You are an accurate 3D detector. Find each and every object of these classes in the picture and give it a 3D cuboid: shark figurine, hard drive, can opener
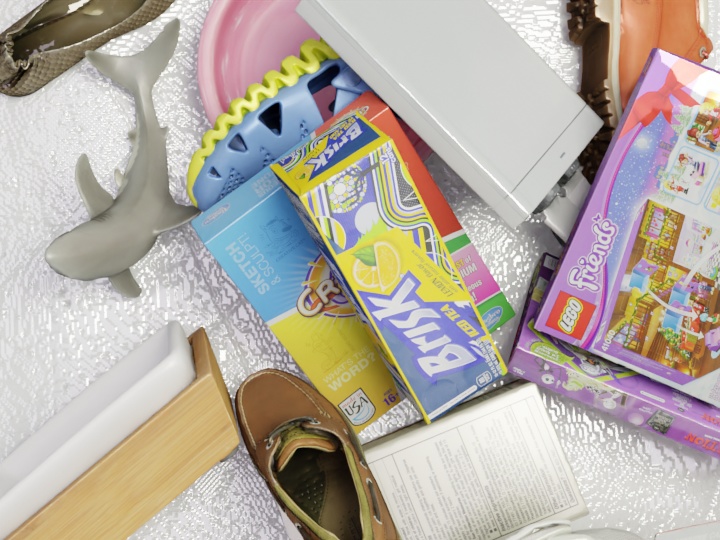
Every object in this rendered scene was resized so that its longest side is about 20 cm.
[{"bbox_3d":[-0.151,-0.067,0.858,0.089,0.128,0.215,-6,56,22],"label":"shark figurine"},{"bbox_3d":[0.066,-0.136,0.789,0.200,0.027,0.132,45,48,-1],"label":"hard drive"},{"bbox_3d":[0.126,-0.062,0.841,0.200,0.066,0.053,44,59,-5],"label":"can opener"}]

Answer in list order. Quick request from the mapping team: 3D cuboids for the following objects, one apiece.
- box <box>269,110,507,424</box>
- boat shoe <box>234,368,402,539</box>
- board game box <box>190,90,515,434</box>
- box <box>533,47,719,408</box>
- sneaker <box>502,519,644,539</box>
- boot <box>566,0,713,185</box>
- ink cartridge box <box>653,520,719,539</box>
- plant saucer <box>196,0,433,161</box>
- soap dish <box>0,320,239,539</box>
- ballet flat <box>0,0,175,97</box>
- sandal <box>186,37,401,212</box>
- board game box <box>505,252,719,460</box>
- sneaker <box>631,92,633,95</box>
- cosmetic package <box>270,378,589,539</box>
[{"bbox_3d":[0.022,0.001,0.766,0.070,0.064,0.200,-32,122,-5],"label":"box"},{"bbox_3d":[-0.030,0.122,0.760,0.072,0.068,0.200,-34,47,-10],"label":"boat shoe"},{"bbox_3d":[0.000,0.000,0.818,0.153,0.040,0.200,-37,122,-2],"label":"board game box"},{"bbox_3d":[0.215,-0.028,0.768,0.136,0.039,0.201,23,103,4],"label":"box"},{"bbox_3d":[0.140,0.202,0.762,0.199,0.116,0.074,-8,66,-31],"label":"sneaker"},{"bbox_3d":[0.215,-0.138,0.868,0.107,0.075,0.201,0,90,-12],"label":"boot"},{"bbox_3d":[0.244,0.227,0.775,0.199,0.044,0.174,-4,109,-26],"label":"ink cartridge box"},{"bbox_3d":[-0.021,-0.152,0.882,0.200,0.051,0.202,0,86,1],"label":"plant saucer"},{"bbox_3d":[-0.173,0.130,0.813,0.200,0.157,0.081,-39,102,-3],"label":"soap dish"},{"bbox_3d":[-0.206,-0.204,0.891,0.200,0.046,0.067,-37,86,-2],"label":"ballet flat"},{"bbox_3d":[-0.035,-0.104,0.817,0.200,0.079,0.087,-40,90,-1],"label":"sandal"},{"bbox_3d":[0.209,0.065,0.832,0.199,0.120,0.032,23,124,4],"label":"board game box"},{"bbox_3d":[0.254,-0.047,0.826,0.074,0.079,0.201,-37,114,-25],"label":"sneaker"},{"bbox_3d":[0.047,0.161,0.833,0.199,0.087,0.104,-21,86,-2],"label":"cosmetic package"}]
